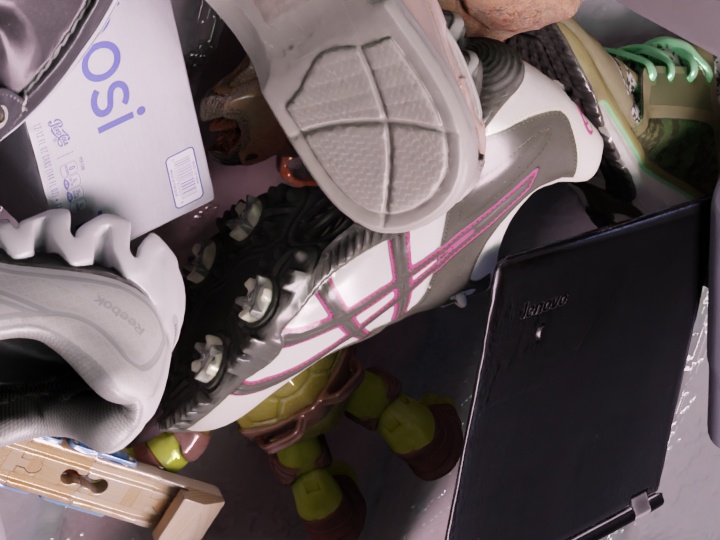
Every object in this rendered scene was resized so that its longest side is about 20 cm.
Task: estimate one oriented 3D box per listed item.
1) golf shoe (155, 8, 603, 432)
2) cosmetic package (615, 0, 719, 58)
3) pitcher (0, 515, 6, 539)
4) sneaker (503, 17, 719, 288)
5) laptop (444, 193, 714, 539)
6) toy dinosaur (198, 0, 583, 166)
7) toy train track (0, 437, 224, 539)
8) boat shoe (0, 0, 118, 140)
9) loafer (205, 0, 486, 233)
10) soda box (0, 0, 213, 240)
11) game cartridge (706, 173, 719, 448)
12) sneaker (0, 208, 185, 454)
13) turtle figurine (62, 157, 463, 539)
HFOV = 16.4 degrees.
[{"bbox_3d":[0.000,0.000,0.884,0.088,0.077,0.200,25,126,-29],"label":"golf shoe"},{"bbox_3d":[0.161,-0.187,0.901,0.164,0.200,0.166,-22,128,-29],"label":"cosmetic package"},{"bbox_3d":[-0.182,0.086,0.685,0.172,0.121,0.200,-55,155,-22],"label":"pitcher"},{"bbox_3d":[0.117,-0.071,1.040,0.089,0.077,0.200,-59,142,-10],"label":"sneaker"},{"bbox_3d":[0.039,0.066,0.981,0.187,0.199,0.117,-15,84,-57],"label":"laptop"},{"bbox_3d":[0.032,-0.106,0.893,0.136,0.199,0.086,65,29,-44],"label":"toy dinosaur"},{"bbox_3d":[-0.135,0.071,0.912,0.199,0.033,0.115,21,113,-32],"label":"toy train track"},{"bbox_3d":[-0.141,-0.045,0.754,0.200,0.066,0.070,-40,121,-2],"label":"boat shoe"},{"bbox_3d":[-0.019,-0.107,0.780,0.072,0.201,0.063,-25,-178,22],"label":"loafer"},{"bbox_3d":[-0.107,-0.104,0.832,0.063,0.068,0.201,-27,129,-21],"label":"soda box"},{"bbox_3d":[0.187,-0.032,1.069,0.200,0.041,0.134,-55,145,-50],"label":"game cartridge"},{"bbox_3d":[-0.157,0.019,0.817,0.199,0.081,0.075,3,128,-4],"label":"sneaker"},{"bbox_3d":[-0.019,0.037,0.991,0.200,0.064,0.161,-48,135,-5],"label":"turtle figurine"}]
